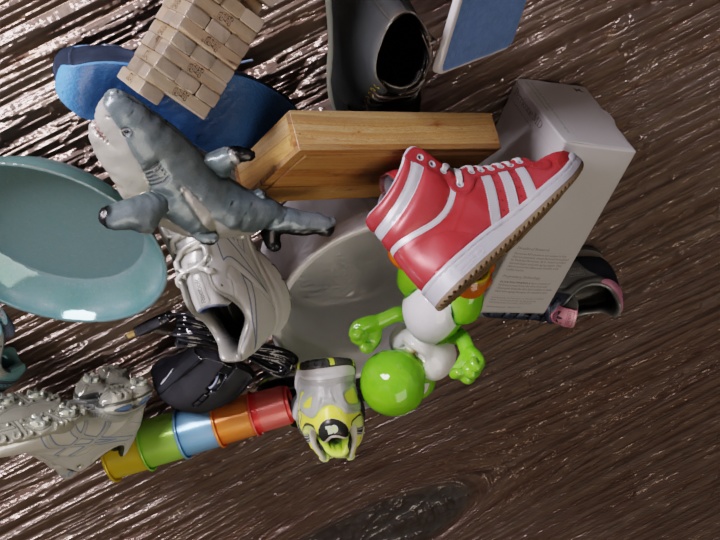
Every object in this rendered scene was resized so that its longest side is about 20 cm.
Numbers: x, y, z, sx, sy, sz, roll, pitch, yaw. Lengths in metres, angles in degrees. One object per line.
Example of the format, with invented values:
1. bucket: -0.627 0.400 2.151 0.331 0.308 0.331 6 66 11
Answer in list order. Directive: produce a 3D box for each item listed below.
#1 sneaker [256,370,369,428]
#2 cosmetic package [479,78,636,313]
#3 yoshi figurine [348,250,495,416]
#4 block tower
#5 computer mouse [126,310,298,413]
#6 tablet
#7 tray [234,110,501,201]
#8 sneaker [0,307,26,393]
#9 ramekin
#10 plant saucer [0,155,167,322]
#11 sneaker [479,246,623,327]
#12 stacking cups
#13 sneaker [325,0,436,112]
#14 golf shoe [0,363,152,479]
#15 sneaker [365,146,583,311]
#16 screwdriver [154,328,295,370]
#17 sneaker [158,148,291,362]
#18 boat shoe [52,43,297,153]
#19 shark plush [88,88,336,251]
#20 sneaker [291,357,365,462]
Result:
1. sneaker: -0.014 0.110 1.089 0.198 0.081 0.074 -13 115 14
2. cosmetic package: 0.163 -0.067 0.977 0.084 0.108 0.201 2 129 -25
3. yoshi figurine: 0.049 0.060 0.904 0.111 0.113 0.201 -5 138 -16
4. block tower: -0.089 -0.201 0.715 0.058 0.054 0.201 32 92 -34
5. computer mouse: -0.164 0.093 0.956 0.140 0.046 0.199 26 151 -31
6. tablet: 0.114 -0.253 0.783 0.130 0.014 0.201 -31 145 -49
7. tray: 0.008 -0.091 0.837 0.199 0.037 0.098 -6 164 -35
8. sneaker: -0.348 0.043 0.876 0.086 0.078 0.201 -28 146 -16
9. ramekin: 0.000 0.000 0.970 0.199 0.098 0.202 -13 136 -13
10. plant saucer: -0.249 -0.029 0.824 0.198 0.036 0.201 5 144 4
11. sneaker: 0.190 0.027 1.099 0.198 0.082 0.071 -11 136 -15
12. stacking cups: -0.163 0.166 1.050 0.198 0.061 0.061 -13 138 5
13. sneaker: 0.019 -0.146 0.829 0.074 0.107 0.201 -20 137 -6
14. golf shoe: -0.276 0.156 0.943 0.199 0.078 0.098 -9 116 -50
15. sneaker: 0.090 -0.066 0.827 0.200 0.112 0.071 -39 169 -33
16. screwdriver: -0.111 0.080 1.014 0.198 0.028 0.029 7 121 -7
17. sneaker: -0.121 -0.017 0.831 0.074 0.087 0.201 -21 111 24
18. boat shoe: -0.135 -0.143 0.791 0.199 0.069 0.085 16 115 -37
19. shark plush: -0.106 -0.058 0.749 0.199 0.091 0.084 27 118 -16
20. sneaker: -0.032 0.150 0.986 0.075 0.077 0.200 -7 154 3
